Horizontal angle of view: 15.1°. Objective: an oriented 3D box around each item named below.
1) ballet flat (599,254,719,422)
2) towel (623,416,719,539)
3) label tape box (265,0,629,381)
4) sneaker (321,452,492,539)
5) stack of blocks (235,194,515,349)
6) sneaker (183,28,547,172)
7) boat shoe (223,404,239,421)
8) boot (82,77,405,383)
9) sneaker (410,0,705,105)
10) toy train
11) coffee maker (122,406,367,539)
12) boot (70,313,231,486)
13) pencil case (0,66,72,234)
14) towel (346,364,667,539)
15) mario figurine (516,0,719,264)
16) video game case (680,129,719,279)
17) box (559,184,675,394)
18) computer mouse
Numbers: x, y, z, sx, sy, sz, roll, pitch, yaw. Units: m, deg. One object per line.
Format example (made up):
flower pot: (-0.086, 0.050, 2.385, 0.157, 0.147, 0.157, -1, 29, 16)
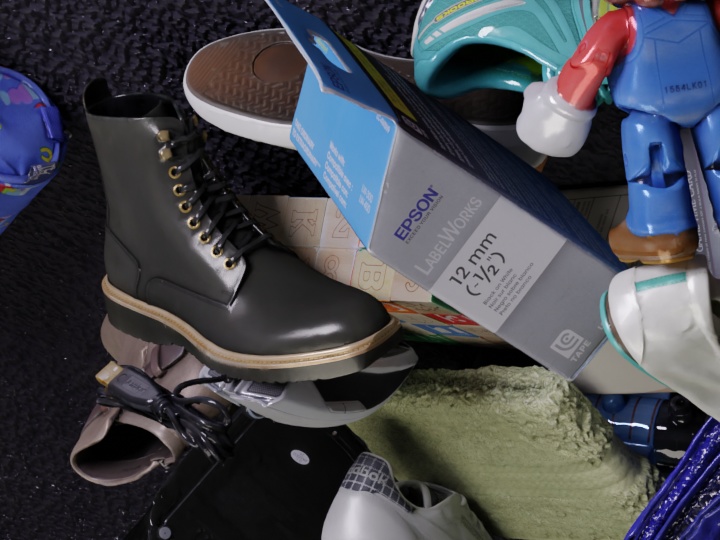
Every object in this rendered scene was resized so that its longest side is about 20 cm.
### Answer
ballet flat: (0.193, 0.048, 1.302, 0.069, 0.070, 0.200, -9, 150, 39)
towel: (0.221, 0.128, 1.520, 0.050, 0.148, 0.200, 44, -165, 26)
label tape box: (0.026, -0.043, 1.309, 0.200, 0.066, 0.143, 30, -168, -27)
sneaker: (0.050, 0.169, 1.595, 0.076, 0.081, 0.200, 4, 164, 36)
stack of blocks: (0.000, 0.000, 1.540, 0.200, 0.059, 0.115, 3, 168, 39)
sneaker: (0.003, -0.073, 1.449, 0.200, 0.073, 0.085, 10, 145, 15)
boat shoe: (-0.046, 0.091, 1.743, 0.068, 0.075, 0.200, 17, 156, -6)
boot: (-0.073, -0.023, 1.444, 0.200, 0.077, 0.138, 10, 120, 36)
sneaker: (0.120, -0.105, 1.325, 0.200, 0.080, 0.078, 5, 145, 23)
toy train: (0.144, 0.111, 1.645, 0.200, 0.087, 0.114, 7, 140, 22)
coffee maker: (-0.097, 0.181, 1.658, 0.135, 0.192, 0.200, 62, 156, 13)
boot: (-0.134, 0.070, 1.670, 0.070, 0.146, 0.200, 42, 146, -16)
pencil case: (-0.236, -0.050, 1.623, 0.087, 0.078, 0.200, 2, 156, -25)
towel: (0.081, 0.105, 1.564, 0.200, 0.037, 0.148, -4, 139, 48)
mario figurine: (0.140, -0.109, 1.252, 0.106, 0.123, 0.200, -1, 102, 46)
video game case: (0.247, -0.035, 1.321, 0.200, 0.143, 0.019, -8, -177, 35)
box: (0.192, 0.008, 1.446, 0.200, 0.095, 0.078, -2, 143, 35)
computer mouse: (-0.046, 0.069, 1.488, 0.200, 0.044, 0.110, -8, -163, -44)
